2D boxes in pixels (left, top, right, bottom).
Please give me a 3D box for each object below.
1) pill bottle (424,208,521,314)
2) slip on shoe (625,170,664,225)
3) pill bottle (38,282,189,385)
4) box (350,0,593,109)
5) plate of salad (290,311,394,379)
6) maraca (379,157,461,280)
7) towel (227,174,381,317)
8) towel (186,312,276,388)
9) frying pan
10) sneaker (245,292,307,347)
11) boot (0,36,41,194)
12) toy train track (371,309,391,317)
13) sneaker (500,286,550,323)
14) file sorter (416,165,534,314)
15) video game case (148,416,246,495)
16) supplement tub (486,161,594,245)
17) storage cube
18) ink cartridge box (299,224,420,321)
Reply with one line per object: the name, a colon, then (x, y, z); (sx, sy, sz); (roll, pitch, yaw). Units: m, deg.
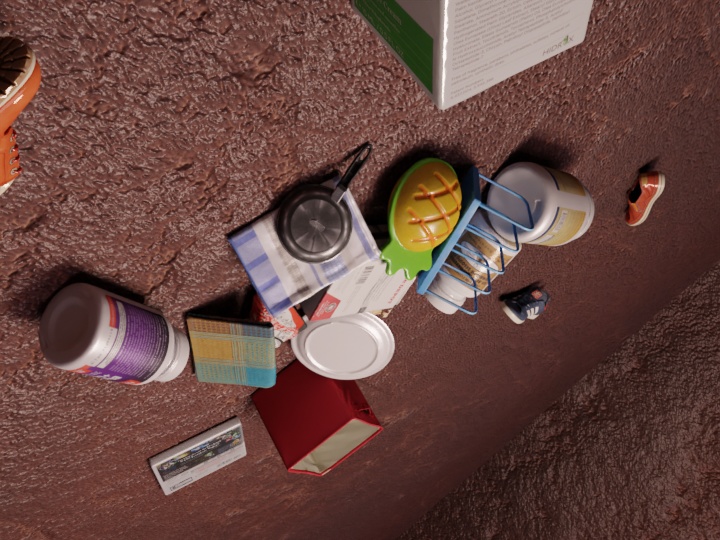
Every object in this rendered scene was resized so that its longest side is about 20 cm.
pill bottle: (0.214, -0.013, 1.376); (0.113, 0.115, 0.201); (3, 135, -48)
slip on shoe: (0.675, -0.175, 1.688); (0.060, 0.075, 0.201); (3, 155, 4)
pill bottle: (-0.331, 0.097, 0.967); (0.111, 0.112, 0.200); (-39, 151, 9)
box: (0.111, -0.320, 0.715); (0.198, 0.200, 0.172); (-27, 151, -12)
plate of salad: (-0.033, 0.133, 1.319); (0.196, 0.048, 0.202); (3, 131, 3)
maraca: (0.096, -0.082, 1.126); (0.135, 0.107, 0.203); (14, 102, -34)
towel: (-0.080, -0.035, 1.042); (0.198, 0.024, 0.148); (-30, 111, -8)
towel: (-0.214, 0.138, 1.176); (0.144, 0.022, 0.201); (6, 142, -2)
frying pan: (-0.034, -0.086, 1.014); (0.188, 0.116, 0.031); (-32, -169, -2)
sneaker: (-0.162, 0.080, 1.168); (0.107, 0.068, 0.202); (-34, 154, -5)
boot: (-0.350, -0.132, 0.652); (0.199, 0.076, 0.107); (-35, 156, 17)
toy train track: (-0.008, 0.096, 1.391); (0.198, 0.033, 0.115); (-6, 140, -40)
sneaker: (0.432, 0.081, 1.799); (0.085, 0.075, 0.199); (-47, 159, 26)
file sorter: (0.198, -0.049, 1.218); (0.121, 0.139, 0.202); (25, 120, -8)
video game case: (-0.346, 0.403, 1.508); (0.198, 0.023, 0.183); (-23, 150, -19)
supplement tub: (0.346, -0.122, 1.321); (0.198, 0.145, 0.145); (2, 135, -48)
storage cube: (-0.088, 0.297, 1.457); (0.199, 0.181, 0.171); (-39, 151, 7)
ink cartridge box: (0.000, 0.000, 1.202); (0.198, 0.083, 0.148); (-6, 141, -41)
